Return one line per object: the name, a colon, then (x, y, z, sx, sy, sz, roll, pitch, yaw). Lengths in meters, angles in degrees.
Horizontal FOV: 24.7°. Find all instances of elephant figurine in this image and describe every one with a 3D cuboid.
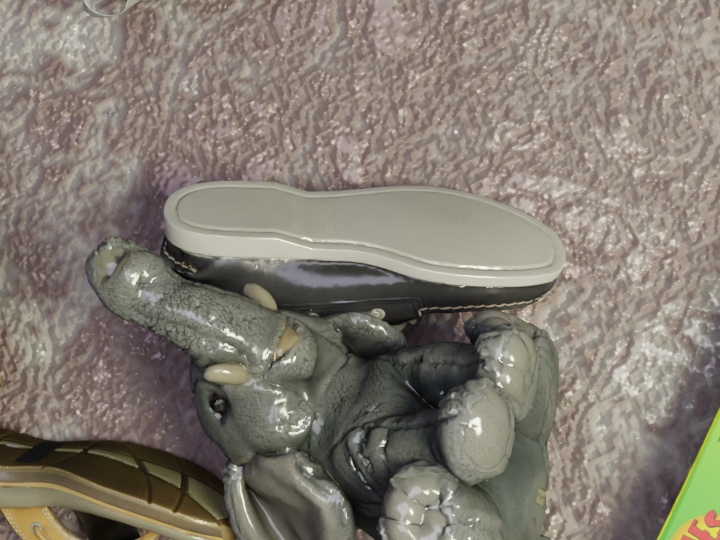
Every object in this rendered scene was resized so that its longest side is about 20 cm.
elephant figurine: (-0.015, 0.067, 0.761, 0.198, 0.141, 0.157, 8, 100, 23)

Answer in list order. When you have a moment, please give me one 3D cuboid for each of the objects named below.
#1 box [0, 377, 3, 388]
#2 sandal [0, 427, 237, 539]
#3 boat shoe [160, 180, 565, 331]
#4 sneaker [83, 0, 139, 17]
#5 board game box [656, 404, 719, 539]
box: (-0.288, 0.018, 0.833, 0.199, 0.021, 0.165, -23, 93, 30)
sandal: (-0.149, 0.118, 0.822, 0.198, 0.080, 0.055, 6, 100, 15)
boat shoe: (0.000, 0.000, 0.810, 0.197, 0.074, 0.061, 3, 124, -4)
sneaker: (-0.116, -0.231, 0.858, 0.114, 0.075, 0.202, -16, 83, 6)
board game box: (0.212, 0.086, 0.761, 0.101, 0.048, 0.202, 25, 88, 14)
